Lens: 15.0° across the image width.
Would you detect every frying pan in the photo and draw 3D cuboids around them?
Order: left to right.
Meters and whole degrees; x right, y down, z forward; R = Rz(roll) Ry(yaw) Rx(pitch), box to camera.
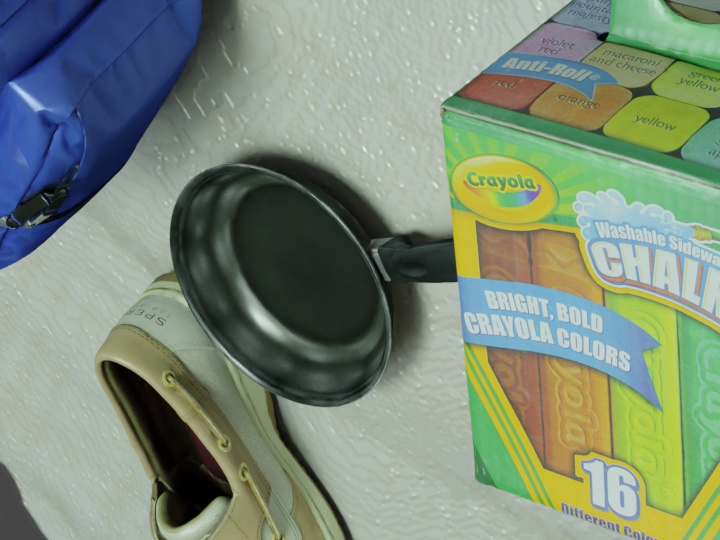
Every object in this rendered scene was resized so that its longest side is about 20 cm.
[{"bbox_3d":[-0.012,-0.013,1.106,0.115,0.031,0.190,49,138,1],"label":"frying pan"}]

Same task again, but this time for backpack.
[{"bbox_3d":[-0.173,-0.083,1.102,0.168,0.163,0.200,46,141,0],"label":"backpack"}]

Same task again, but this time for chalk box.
[{"bbox_3d":[0.112,-0.022,0.903,0.125,0.124,0.201,18,132,34],"label":"chalk box"}]

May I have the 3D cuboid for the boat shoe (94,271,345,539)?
[{"bbox_3d":[-0.064,0.101,1.219,0.074,0.066,0.200,-5,117,46],"label":"boat shoe"}]
